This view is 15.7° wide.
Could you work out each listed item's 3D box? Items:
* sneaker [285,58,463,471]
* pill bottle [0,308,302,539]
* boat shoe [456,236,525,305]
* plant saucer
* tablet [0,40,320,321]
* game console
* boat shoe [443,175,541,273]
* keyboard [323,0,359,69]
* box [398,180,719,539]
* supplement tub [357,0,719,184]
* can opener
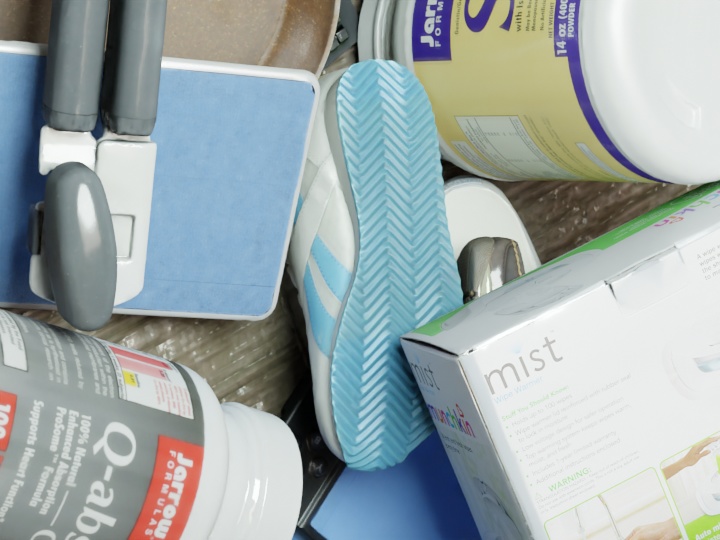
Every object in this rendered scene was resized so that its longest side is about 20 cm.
[{"bbox_3d":[0.000,0.000,1.301,0.076,0.081,0.201,3,83,-30],"label":"sneaker"},{"bbox_3d":[-0.133,0.088,1.205,0.199,0.116,0.117,18,82,-33],"label":"pill bottle"},{"bbox_3d":[0.093,0.076,1.321,0.073,0.074,0.201,-13,104,-10],"label":"boat shoe"},{"bbox_3d":[-0.108,-0.127,1.220,0.199,0.035,0.201,-8,120,-15],"label":"plant saucer"},{"bbox_3d":[-0.122,-0.041,1.228,0.199,0.014,0.131,3,111,-25],"label":"tablet"},{"bbox_3d":[0.038,0.155,1.324,0.200,0.116,0.176,43,69,-28],"label":"game console"},{"bbox_3d":[0.080,0.044,1.379,0.072,0.069,0.201,-24,100,9],"label":"boat shoe"},{"bbox_3d":[-0.082,-0.170,1.285,0.127,0.021,0.201,-40,112,-26],"label":"keyboard"},{"bbox_3d":[0.148,0.071,1.248,0.199,0.097,0.177,-27,101,-13],"label":"box"},{"bbox_3d":[0.107,-0.116,1.302,0.145,0.199,0.146,-2,93,-39],"label":"supplement tub"},{"bbox_3d":[-0.111,-0.075,1.155,0.053,0.067,0.201,2,104,-20],"label":"can opener"}]
